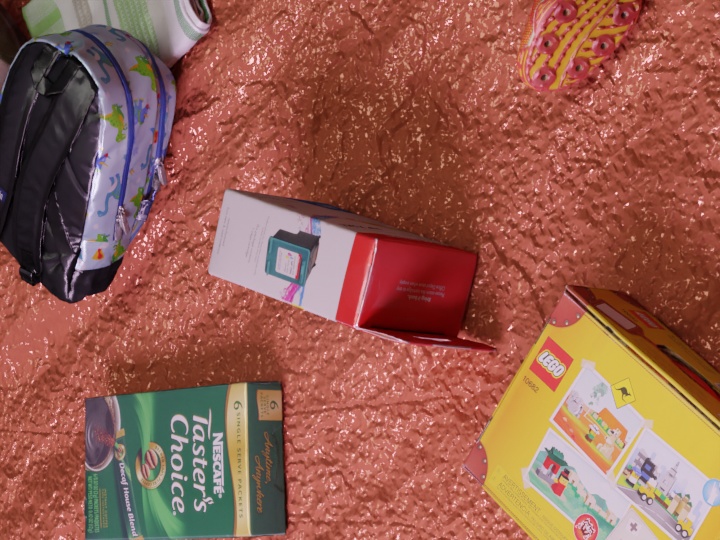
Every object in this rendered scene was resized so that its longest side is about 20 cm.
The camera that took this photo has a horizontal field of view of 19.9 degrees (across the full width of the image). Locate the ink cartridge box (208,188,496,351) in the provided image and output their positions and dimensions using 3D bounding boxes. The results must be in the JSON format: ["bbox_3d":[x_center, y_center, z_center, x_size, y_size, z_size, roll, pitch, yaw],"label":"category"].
[{"bbox_3d":[0.000,0.000,1.482,0.199,0.116,0.068,19,98,41],"label":"ink cartridge box"}]

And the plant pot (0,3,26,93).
[{"bbox_3d":[-0.393,-0.170,1.824,0.173,0.200,0.201,-38,61,16],"label":"plant pot"}]

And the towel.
[{"bbox_3d":[-0.213,-0.217,1.756,0.199,0.031,0.150,-34,64,35],"label":"towel"}]

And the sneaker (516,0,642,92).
[{"bbox_3d":[0.159,-0.217,1.405,0.202,0.072,0.077,-66,28,11],"label":"sneaker"}]

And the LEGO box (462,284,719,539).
[{"bbox_3d":[0.181,0.128,1.331,0.200,0.077,0.150,45,115,36],"label":"LEGO box"}]

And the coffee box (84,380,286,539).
[{"bbox_3d":[-0.143,0.154,1.646,0.199,0.044,0.124,-6,82,42],"label":"coffee box"}]

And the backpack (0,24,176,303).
[{"bbox_3d":[-0.234,-0.105,1.695,0.163,0.153,0.201,38,139,34],"label":"backpack"}]
